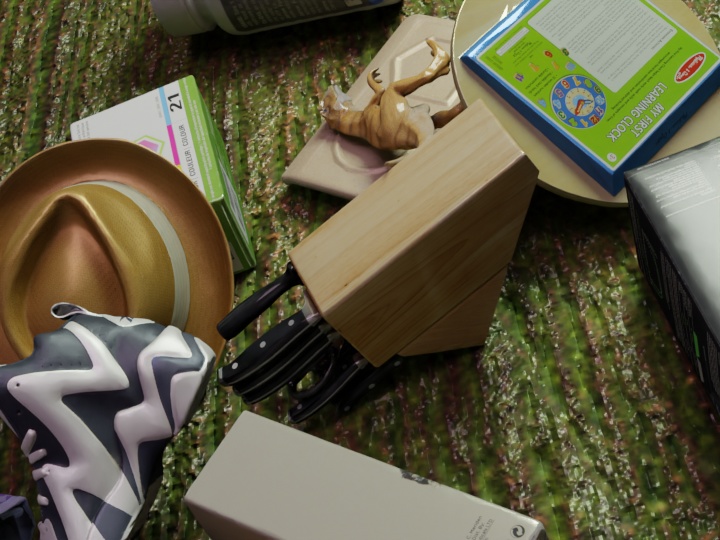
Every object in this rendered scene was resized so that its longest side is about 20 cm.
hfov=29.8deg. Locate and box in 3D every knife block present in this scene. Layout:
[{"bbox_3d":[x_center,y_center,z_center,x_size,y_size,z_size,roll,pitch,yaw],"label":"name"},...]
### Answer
[{"bbox_3d":[0.000,0.000,0.822,0.175,0.201,0.064,-6,41,-25],"label":"knife block"}]

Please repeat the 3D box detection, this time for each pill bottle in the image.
[{"bbox_3d":[-0.070,-0.257,1.111,0.199,0.114,0.114,-9,48,13],"label":"pill bottle"}]

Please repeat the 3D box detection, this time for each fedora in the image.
[{"bbox_3d":[-0.177,0.012,0.874,0.200,0.082,0.202,0,89,4],"label":"fedora"}]

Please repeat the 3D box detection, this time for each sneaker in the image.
[{"bbox_3d":[-0.183,0.110,0.800,0.129,0.079,0.200,25,89,2],"label":"sneaker"}]

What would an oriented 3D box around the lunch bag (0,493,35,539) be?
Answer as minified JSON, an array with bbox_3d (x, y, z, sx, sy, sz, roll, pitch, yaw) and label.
[{"bbox_3d":[-0.310,0.200,0.798,0.169,0.127,0.200,9,48,25],"label":"lunch bag"}]

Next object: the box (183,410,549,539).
[{"bbox_3d":[0.007,0.151,0.747,0.199,0.082,0.068,17,59,31],"label":"box"}]

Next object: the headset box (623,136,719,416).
[{"bbox_3d":[0.268,0.008,0.761,0.174,0.093,0.200,-21,46,2],"label":"headset box"}]

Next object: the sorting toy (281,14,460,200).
[{"bbox_3d":[0.065,-0.107,0.986,0.199,0.037,0.185,15,57,36],"label":"sorting toy"}]

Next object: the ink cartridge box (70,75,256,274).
[{"bbox_3d":[-0.191,-0.039,0.991,0.199,0.076,0.148,-21,46,1],"label":"ink cartridge box"}]

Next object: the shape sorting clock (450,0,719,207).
[{"bbox_3d":[0.156,-0.131,0.913,0.199,0.039,0.201,5,61,-9],"label":"shape sorting clock"}]

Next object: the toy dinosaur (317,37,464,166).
[{"bbox_3d":[0.034,-0.101,0.925,0.106,0.060,0.200,-41,23,-8],"label":"toy dinosaur"}]
